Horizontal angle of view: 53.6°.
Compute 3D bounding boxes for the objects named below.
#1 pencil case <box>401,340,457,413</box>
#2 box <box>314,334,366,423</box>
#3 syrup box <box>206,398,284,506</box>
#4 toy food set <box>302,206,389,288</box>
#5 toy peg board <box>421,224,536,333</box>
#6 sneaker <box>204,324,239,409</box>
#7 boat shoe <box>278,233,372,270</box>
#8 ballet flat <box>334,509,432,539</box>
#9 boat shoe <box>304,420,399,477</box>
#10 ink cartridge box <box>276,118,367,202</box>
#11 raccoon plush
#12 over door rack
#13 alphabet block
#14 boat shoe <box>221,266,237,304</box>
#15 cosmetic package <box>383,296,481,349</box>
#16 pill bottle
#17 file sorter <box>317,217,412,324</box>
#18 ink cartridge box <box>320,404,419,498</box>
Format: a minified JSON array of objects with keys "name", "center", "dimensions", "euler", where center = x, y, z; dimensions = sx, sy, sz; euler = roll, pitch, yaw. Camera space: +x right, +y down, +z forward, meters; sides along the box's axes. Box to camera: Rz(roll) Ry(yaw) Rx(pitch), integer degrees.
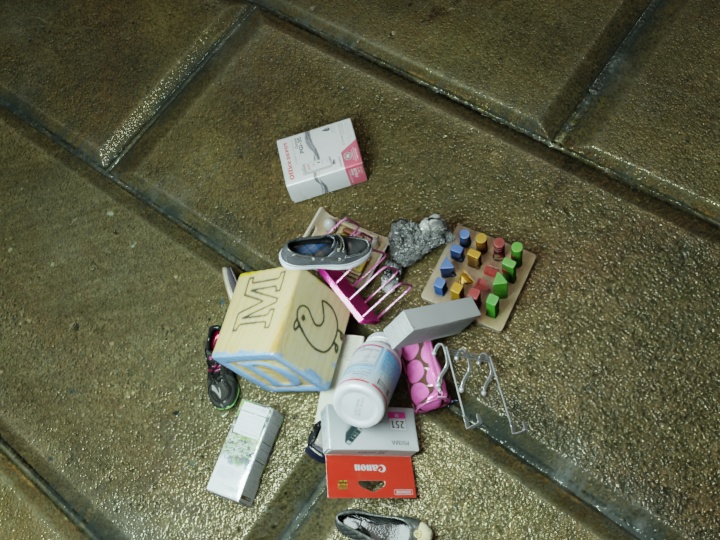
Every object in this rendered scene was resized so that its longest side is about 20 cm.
[{"name":"pencil case","center":[0.134,0.196,1.511],"dimensions":[0.090,0.094,0.202],"euler":[-9,64,-14]},{"name":"box","center":[-0.037,0.242,1.538],"dimensions":[0.081,0.068,0.202],"euler":[5,67,15]},{"name":"syrup box","center":[-0.241,0.385,1.507],"dimensions":[0.078,0.082,0.202],"euler":[13,69,18]},{"name":"toy food set","center":[-0.041,-0.056,1.678],"dimensions":[0.198,0.061,0.144],"euler":[22,72,20]},{"name":"toy peg board","center":[0.260,-0.001,1.573],"dimensions":[0.198,0.098,0.201],"euler":[23,72,20]},{"name":"sneaker","center":[-0.321,0.215,1.598],"dimensions":[0.076,0.084,0.202],"euler":[-15,64,5]},{"name":"boat shoe","center":[-0.065,-0.046,1.433],"dimensions":[0.198,0.066,0.071],"euler":[-3,62,-18]},{"name":"ballet flat","center":[0.043,0.513,1.405],"dimensions":[0.197,0.057,0.067],"euler":[3,67,13]},{"name":"boat shoe","center":[-0.022,0.380,1.478],"dimensions":[0.199,0.093,0.075],"euler":[30,52,-6]},{"name":"ink cartridge box","center":[-0.097,-0.273,1.775],"dimensions":[0.198,0.083,0.148],"euler":[-16,64,3]},{"name":"raccoon plush","center":[0.136,-0.034,1.608],"dimensions":[0.133,0.096,0.203],"euler":[14,96,39]},{"name":"over door rack","center":[0.229,0.245,1.433],"dimensions":[0.067,0.147,0.201],"euler":[-52,41,30]},{"name":"alphabet block","center":[-0.163,0.128,1.508],"dimensions":[0.195,0.195,0.202],"euler":[-7,57,37]},{"name":"boat shoe","center":[-0.273,0.073,1.665],"dimensions":[0.064,0.072,0.201],"euler":[-19,60,-12]},{"name":"cosmetic package","center":[0.149,0.105,1.466],"dimensions":[0.198,0.083,0.051],"euler":[-8,64,-39]},{"name":"pill bottle","center":[0.022,0.214,1.441],"dimensions":[0.107,0.110,0.200],"euler":[9,31,15]},{"name":"file sorter","center":[0.000,0.000,1.555],"dimensions":[0.125,0.139,0.200],"euler":[-42,76,9]},{"name":"ink cartridge box","center":[0.023,0.361,1.425],"dimensions":[0.198,0.044,0.175],"euler":[7,56,-22]}]
